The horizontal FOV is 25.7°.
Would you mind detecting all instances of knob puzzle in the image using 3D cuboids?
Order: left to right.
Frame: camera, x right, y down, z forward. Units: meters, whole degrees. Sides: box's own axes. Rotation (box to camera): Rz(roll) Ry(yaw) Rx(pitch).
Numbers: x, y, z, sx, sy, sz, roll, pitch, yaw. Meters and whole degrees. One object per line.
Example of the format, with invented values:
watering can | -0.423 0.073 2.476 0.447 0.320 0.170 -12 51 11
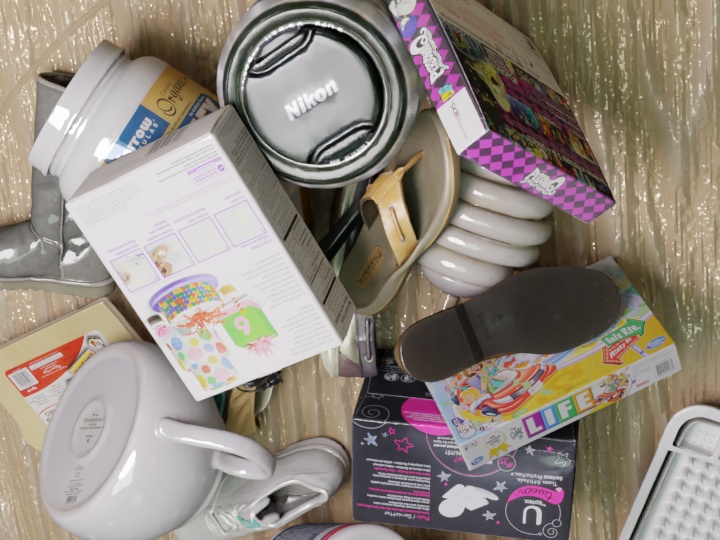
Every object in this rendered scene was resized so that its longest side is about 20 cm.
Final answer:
knob puzzle | -0.252 0.127 1.541 0.217 0.031 0.221 7 124 10

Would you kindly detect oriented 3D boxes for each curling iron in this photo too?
curling iron | -0.051 0.021 1.376 0.049 0.026 0.201 26 101 -34

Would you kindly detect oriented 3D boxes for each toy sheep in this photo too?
toy sheep | 0.105 -0.045 1.353 0.137 0.138 0.202 17 98 2

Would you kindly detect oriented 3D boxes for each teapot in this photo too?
teapot | -0.186 0.167 1.434 0.145 0.200 0.198 27 109 -33

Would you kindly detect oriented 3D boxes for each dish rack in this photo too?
dish rack | 0.342 0.219 1.473 0.170 0.044 0.201 18 115 1

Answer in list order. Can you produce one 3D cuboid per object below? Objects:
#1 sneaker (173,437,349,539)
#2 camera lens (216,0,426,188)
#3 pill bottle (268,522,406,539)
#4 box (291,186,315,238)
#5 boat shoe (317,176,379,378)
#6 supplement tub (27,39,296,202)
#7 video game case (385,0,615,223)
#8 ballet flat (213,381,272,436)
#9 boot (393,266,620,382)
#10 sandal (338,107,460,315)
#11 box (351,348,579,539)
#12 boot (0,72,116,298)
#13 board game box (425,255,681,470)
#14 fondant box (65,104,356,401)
sneaker | -0.107 0.227 1.530 0.199 0.089 0.076 -27 108 20
camera lens | -0.022 -0.169 1.279 0.158 0.200 0.161 4 115 8
pill bottle | -0.035 0.299 1.489 0.120 0.120 0.200 50 154 -13
box | -0.103 -0.044 1.439 0.118 0.042 0.202 -2 111 11
boat shoe | 0.000 0.000 1.415 0.064 0.072 0.202 6 99 -4
supplement tub | -0.162 -0.088 1.326 0.199 0.145 0.145 32 115 -7
video game case | 0.107 -0.140 1.233 0.036 0.199 0.182 -37 58 23
ballet flat | -0.109 0.088 1.463 0.062 0.069 0.201 -11 143 -21
boot | 0.121 0.043 1.337 0.198 0.075 0.074 -15 90 -9
sandal | 0.024 -0.043 1.307 0.054 0.081 0.201 2 131 -38
box | 0.098 0.158 1.440 0.198 0.132 0.116 6 118 8
boot | -0.292 -0.081 1.437 0.180 0.073 0.202 4 122 -7
board game box | 0.157 0.077 1.358 0.199 0.135 0.034 -25 128 -2
fondant box | -0.115 -0.010 1.241 0.143 0.058 0.201 -22 112 23
